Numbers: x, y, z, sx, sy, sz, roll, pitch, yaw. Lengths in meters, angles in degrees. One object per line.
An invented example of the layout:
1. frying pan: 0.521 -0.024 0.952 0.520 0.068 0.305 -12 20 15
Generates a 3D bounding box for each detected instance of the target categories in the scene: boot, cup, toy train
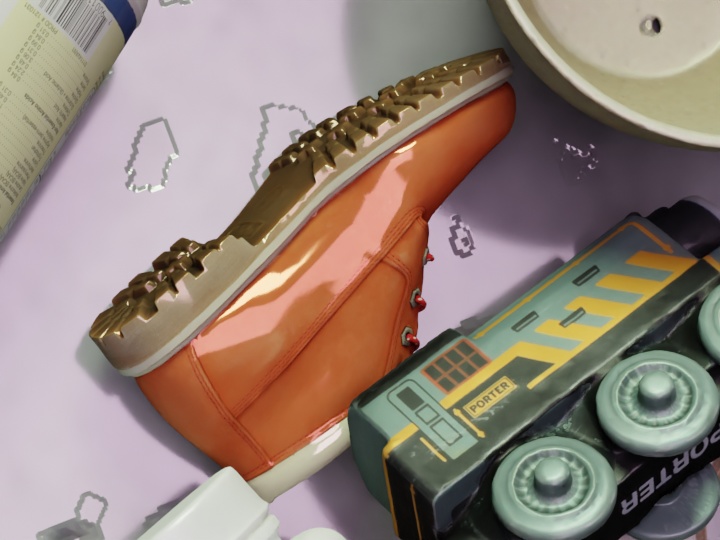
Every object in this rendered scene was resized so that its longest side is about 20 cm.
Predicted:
1. boot: 0.000 0.000 1.115 0.200 0.075 0.107 -42 103 -11
2. cup: 0.125 -0.137 1.109 0.199 0.143 0.202 1 84 -10
3. toy train: 0.090 0.048 1.076 0.200 0.085 0.114 -37 56 -19

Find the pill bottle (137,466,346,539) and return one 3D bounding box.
1. pill bottle: -0.014 0.175 1.064 0.109 0.109 0.200 -40 91 -12

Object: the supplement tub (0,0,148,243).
1. supplement tub: -0.184 -0.063 1.045 0.144 0.145 0.201 32 79 -5

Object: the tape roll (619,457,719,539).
1. tape roll: 0.182 0.108 1.105 0.201 0.037 0.204 0 61 0
